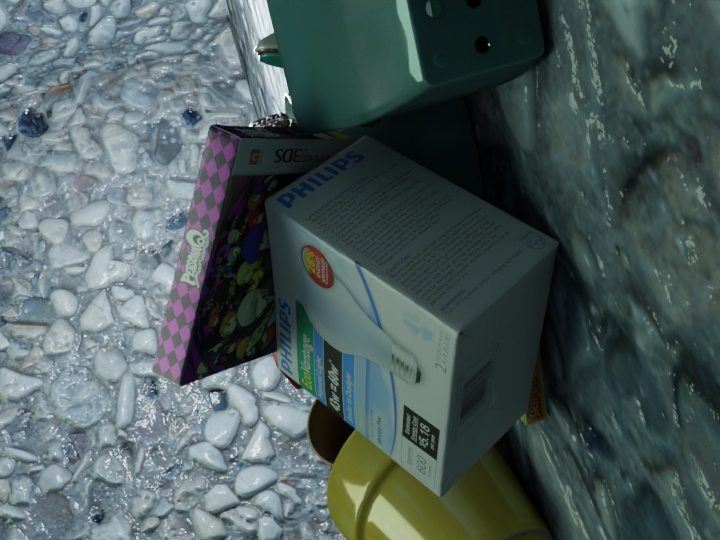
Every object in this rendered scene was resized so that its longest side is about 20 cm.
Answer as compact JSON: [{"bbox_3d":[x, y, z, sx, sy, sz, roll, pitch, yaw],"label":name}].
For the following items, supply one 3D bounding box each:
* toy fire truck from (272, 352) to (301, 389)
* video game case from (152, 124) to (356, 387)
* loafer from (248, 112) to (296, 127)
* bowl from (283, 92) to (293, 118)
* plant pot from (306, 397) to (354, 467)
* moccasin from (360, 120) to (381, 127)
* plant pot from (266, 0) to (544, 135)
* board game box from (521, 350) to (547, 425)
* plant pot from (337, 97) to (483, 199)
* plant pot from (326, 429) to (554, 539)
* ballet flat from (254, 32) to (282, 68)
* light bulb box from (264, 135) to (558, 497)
[{"bbox_3d":[0.007,0.111,1.102,0.199,0.141,0.049,39,-175,-23],"label":"toy fire truck"},{"bbox_3d":[-0.083,-0.019,0.756,0.181,0.035,0.202,-13,-57,-62],"label":"video game case"},{"bbox_3d":[-0.106,-0.159,1.201,0.200,0.072,0.072,-103,-6,-71],"label":"loafer"},{"bbox_3d":[-0.032,-0.159,1.271,0.201,0.104,0.204,164,90,-82],"label":"bowl"},{"bbox_3d":[0.018,0.318,1.702,0.201,0.184,0.188,62,-175,-51],"label":"plant pot"},{"bbox_3d":[0.004,-0.224,0.768,0.074,0.077,0.204,-151,65,-70],"label":"moccasin"},{"bbox_3d":[0.033,-0.181,0.640,0.200,0.140,0.143,-159,53,-67],"label":"plant pot"},{"bbox_3d":[0.123,0.050,0.867,0.200,0.030,0.097,-115,12,-62],"label":"board game box"},{"bbox_3d":[0.020,-0.107,0.880,0.200,0.133,0.203,164,90,-83],"label":"plant pot"},{"bbox_3d":[0.093,0.255,0.946,0.189,0.199,0.203,41,150,46],"label":"plant pot"},{"bbox_3d":[-0.052,-0.257,1.062,0.199,0.069,0.070,5,-118,-54],"label":"ballet flat"},{"bbox_3d":[0.035,0.034,0.742,0.199,0.124,0.200,33,142,31],"label":"light bulb box"}]
